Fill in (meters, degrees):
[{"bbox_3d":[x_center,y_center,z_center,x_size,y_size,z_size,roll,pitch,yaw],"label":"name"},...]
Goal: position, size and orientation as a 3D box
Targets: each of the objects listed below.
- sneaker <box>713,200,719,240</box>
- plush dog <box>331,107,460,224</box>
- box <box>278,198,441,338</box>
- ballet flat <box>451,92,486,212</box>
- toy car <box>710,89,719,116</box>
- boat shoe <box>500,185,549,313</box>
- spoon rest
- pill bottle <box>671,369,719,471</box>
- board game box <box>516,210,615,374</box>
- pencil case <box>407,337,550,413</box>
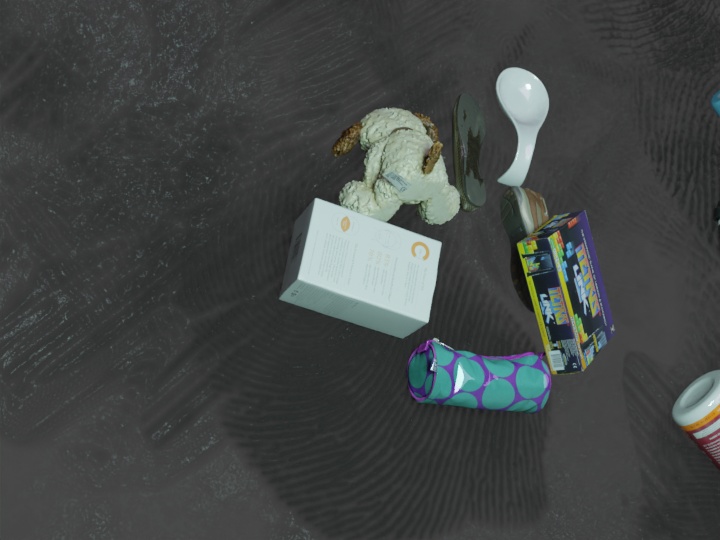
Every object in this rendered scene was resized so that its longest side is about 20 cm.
[{"bbox_3d":[0.706,-0.095,1.804,0.197,0.073,0.114,-2,75,-22],"label":"sneaker"},{"bbox_3d":[0.056,-0.172,1.530,0.197,0.162,0.173,-6,50,-25],"label":"plush dog"},{"bbox_3d":[0.000,0.000,1.463,0.197,0.097,0.126,19,66,-16],"label":"box"},{"bbox_3d":[0.164,-0.184,1.625,0.067,0.046,0.203,14,64,-34],"label":"ballet flat"},{"bbox_3d":[0.740,-0.298,1.865,0.185,0.176,0.201,50,32,-15],"label":"toy car"},{"bbox_3d":[0.273,-0.035,1.604,0.071,0.076,0.203,-1,75,-25],"label":"boat shoe"},{"bbox_3d":[0.258,-0.237,1.670,0.098,0.061,0.203,14,69,-18],"label":"spoon rest"},{"bbox_3d":[0.590,0.263,1.617,0.200,0.113,0.113,47,62,-2],"label":"pill bottle"},{"bbox_3d":[0.309,0.030,1.538,0.165,0.056,0.203,-30,106,-54],"label":"board game box"},{"bbox_3d":[0.172,0.153,1.492,0.197,0.085,0.094,9,84,-21],"label":"pencil case"}]
